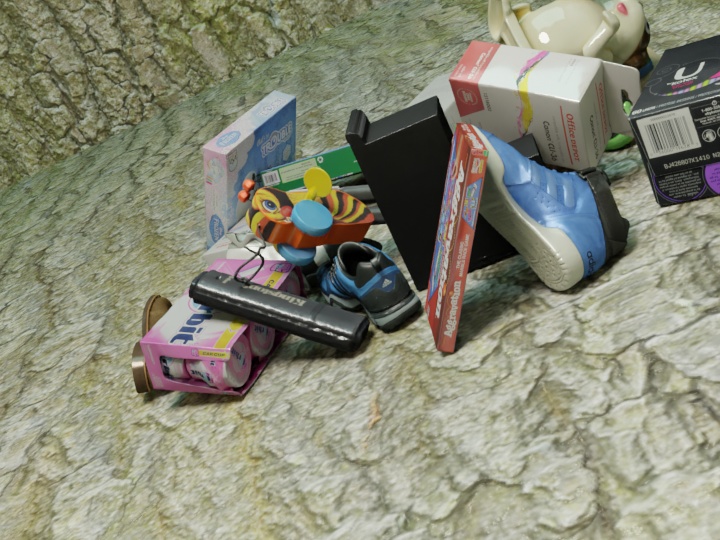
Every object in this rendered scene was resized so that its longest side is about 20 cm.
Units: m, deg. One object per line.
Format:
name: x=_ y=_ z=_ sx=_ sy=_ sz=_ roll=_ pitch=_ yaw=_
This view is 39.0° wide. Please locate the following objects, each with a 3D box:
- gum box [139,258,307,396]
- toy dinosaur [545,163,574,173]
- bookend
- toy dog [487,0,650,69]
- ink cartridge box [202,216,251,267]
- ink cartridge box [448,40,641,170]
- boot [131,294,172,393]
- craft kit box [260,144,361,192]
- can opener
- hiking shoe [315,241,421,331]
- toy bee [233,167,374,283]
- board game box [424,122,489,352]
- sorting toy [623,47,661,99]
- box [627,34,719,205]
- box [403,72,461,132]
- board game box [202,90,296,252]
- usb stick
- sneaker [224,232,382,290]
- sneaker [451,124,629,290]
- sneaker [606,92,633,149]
gum box: x=-0.153 y=0.063 z=1.164 sx=0.113 sy=0.066 sz=0.200 roll=2 pitch=31 yaw=23
toy dinosaur: x=0.187 y=-0.117 z=1.220 sx=0.199 sy=0.086 sz=0.136 roll=13 pitch=52 yaw=35
bookend: x=0.114 y=-0.112 z=1.116 sx=0.198 sy=0.201 sz=0.092 roll=-22 pitch=22 yaw=14
toy dog: x=0.280 y=-0.289 z=1.310 sx=0.199 sy=0.194 sz=0.140 roll=-18 pitch=59 yaw=-9
ink cartridge box: x=-0.132 y=-0.032 z=1.399 sx=0.115 sy=0.068 sz=0.200 roll=-12 pitch=25 yaw=36
ink cartridge box: x=0.209 y=-0.180 z=1.133 sx=0.199 sy=0.117 sz=0.068 roll=16 pitch=61 yaw=31
boot: x=-0.236 y=0.088 z=1.265 sx=0.075 sy=0.074 sz=0.200 roll=-8 pitch=25 yaw=-4
craft kit box: x=-0.018 y=-0.161 z=1.508 sx=0.199 sy=0.049 sz=0.197 roll=-14 pitch=8 yaw=23
can opener: x=-0.001 y=-0.077 z=1.255 sx=0.199 sy=0.054 sz=0.067 roll=-3 pitch=-7 yaw=20
hiking shoe: x=0.000 y=0.000 z=1.143 sx=0.074 sy=0.087 sz=0.200 roll=-34 pitch=22 yaw=-19
toy bee: x=-0.081 y=-0.067 z=1.150 sx=0.131 sy=0.109 sz=0.200 roll=-47 pitch=-22 yaw=21
board game box: x=0.091 y=-0.033 z=0.986 sx=0.019 sy=0.201 sz=0.103 roll=5 pitch=21 yaw=-7
sorting toy: x=0.325 y=-0.287 z=1.460 sx=0.198 sy=0.070 sz=0.200 roll=-23 pitch=21 yaw=9
box: x=0.375 y=-0.170 z=1.077 sx=0.122 sy=0.106 sz=0.200 roll=-11 pitch=25 yaw=34
box: x=0.125 y=-0.178 z=1.364 sx=0.097 sy=0.125 sz=0.200 roll=-10 pitch=26 yaw=37
board game box: x=-0.159 y=-0.133 z=1.497 sx=0.043 sy=0.200 sz=0.200 roll=18 pitch=39 yaw=19
usb stick: x=-0.087 y=0.042 z=1.093 sx=0.199 sy=0.033 sz=0.055 roll=16 pitch=32 yaw=13
sneaker: x=-0.070 y=-0.005 z=1.279 sx=0.199 sy=0.089 sz=0.074 roll=-2 pitch=-4 yaw=7
sneaker: x=0.185 y=-0.082 z=1.024 sx=0.111 sy=0.077 sz=0.200 roll=-28 pitch=65 yaw=-21
sneaker: x=0.265 y=-0.195 z=1.296 sx=0.199 sy=0.084 sz=0.077 roll=-4 pitch=30 yaw=45
